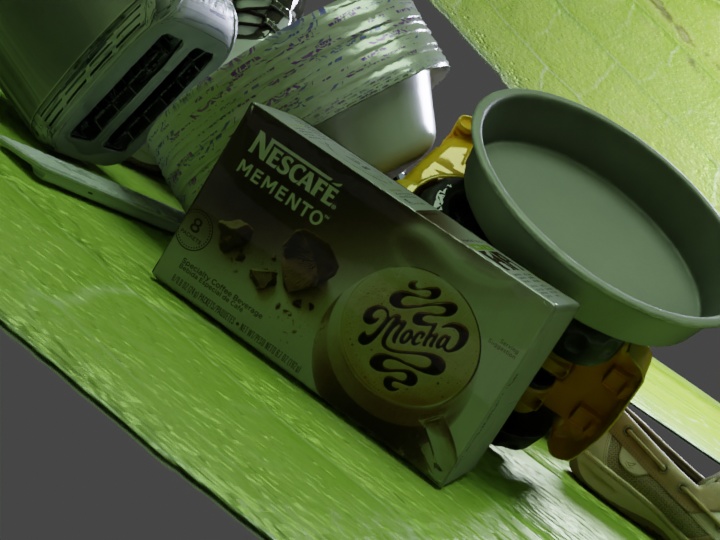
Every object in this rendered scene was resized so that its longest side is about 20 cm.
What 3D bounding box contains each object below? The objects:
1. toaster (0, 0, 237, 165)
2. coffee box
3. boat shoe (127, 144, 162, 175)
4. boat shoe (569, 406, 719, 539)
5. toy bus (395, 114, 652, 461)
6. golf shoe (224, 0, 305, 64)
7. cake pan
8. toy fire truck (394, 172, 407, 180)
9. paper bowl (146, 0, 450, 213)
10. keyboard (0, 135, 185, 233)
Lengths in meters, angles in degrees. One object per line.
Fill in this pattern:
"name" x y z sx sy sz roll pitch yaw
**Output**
"toaster" -0.179 -0.163 0.925 0.129 0.200 0.114 55 17 23
"coffee box" 0.003 0.009 0.744 0.200 0.113 0.080 35 10 16
"boat shoe" -0.133 -0.107 1.097 0.072 0.076 0.200 35 6 30
"boat shoe" 0.239 0.166 0.930 0.200 0.065 0.071 35 7 17
"toy bus" 0.105 -0.004 0.894 0.200 0.136 0.192 35 46 4
"golf shoe" -0.089 -0.195 1.075 0.077 0.095 0.200 7 30 5
"cake pan" 0.144 -0.031 0.824 0.200 0.037 0.201 24 35 -18
"toy fire truck" -0.014 -0.109 1.212 0.176 0.129 0.200 23 29 -52
"paper bowl" -0.032 -0.092 0.900 0.105 0.200 0.201 59 8 0
"keyboard" -0.148 -0.046 0.886 0.056 0.011 0.200 38 8 37
